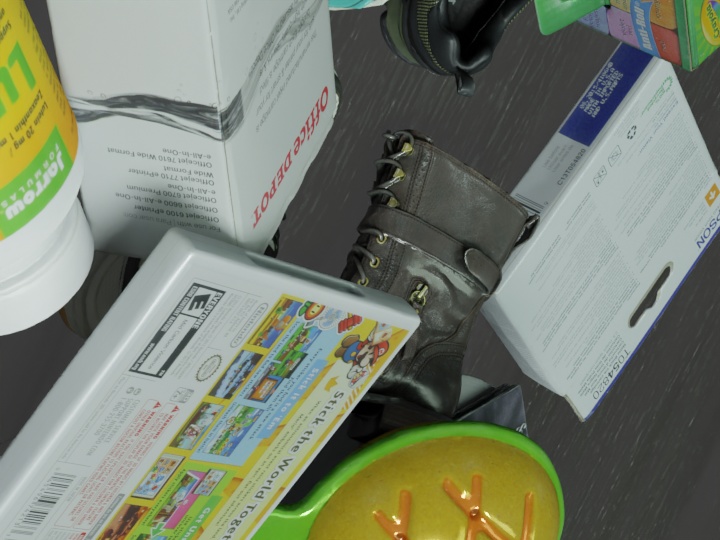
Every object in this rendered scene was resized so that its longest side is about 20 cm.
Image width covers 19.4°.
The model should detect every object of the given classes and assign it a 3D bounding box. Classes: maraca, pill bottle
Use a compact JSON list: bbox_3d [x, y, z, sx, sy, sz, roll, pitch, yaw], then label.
[{"bbox_3d":[0.016,0.150,1.135,0.198,0.107,0.138,-17,116,-7],"label":"maraca"},{"bbox_3d":[-0.181,-0.066,0.887,0.111,0.111,0.201,-44,142,-22],"label":"pill bottle"}]

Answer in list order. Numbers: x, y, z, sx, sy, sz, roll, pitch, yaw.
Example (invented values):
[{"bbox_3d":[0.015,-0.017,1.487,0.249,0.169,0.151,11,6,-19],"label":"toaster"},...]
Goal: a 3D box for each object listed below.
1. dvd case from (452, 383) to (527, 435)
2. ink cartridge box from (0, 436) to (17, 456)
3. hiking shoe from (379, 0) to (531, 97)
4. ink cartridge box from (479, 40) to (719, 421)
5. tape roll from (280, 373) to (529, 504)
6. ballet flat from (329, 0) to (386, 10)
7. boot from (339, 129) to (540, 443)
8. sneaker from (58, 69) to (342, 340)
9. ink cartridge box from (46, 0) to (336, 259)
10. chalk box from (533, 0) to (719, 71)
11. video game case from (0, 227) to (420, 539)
[{"bbox_3d":[0.041,0.171,1.250,0.199,0.016,0.150,-26,114,-42],"label":"dvd case"},{"bbox_3d":[-0.155,0.162,1.100,0.199,0.083,0.148,-24,130,-40],"label":"ink cartridge box"},{"bbox_3d":[0.081,-0.193,1.126,0.075,0.101,0.201,10,107,-29],"label":"hiking shoe"},{"bbox_3d":[0.161,-0.023,1.407,0.200,0.040,0.200,-53,144,-11],"label":"ink cartridge box"},{"bbox_3d":[0.025,0.159,1.292,0.199,0.066,0.202,-7,100,-47],"label":"tape roll"},{"bbox_3d":[0.026,-0.227,1.080,0.071,0.072,0.201,-1,114,-51],"label":"ballet flat"},{"bbox_3d":[0.000,0.000,1.194,0.199,0.069,0.175,25,73,-27],"label":"boot"},{"bbox_3d":[-0.063,-0.027,1.085,0.200,0.087,0.076,-49,141,-19],"label":"sneaker"},{"bbox_3d":[-0.075,-0.123,0.964,0.145,0.083,0.201,-64,156,-48],"label":"ink cartridge box"},{"bbox_3d":[0.175,-0.211,1.224,0.200,0.124,0.125,-42,140,-25],"label":"chalk box"},{"bbox_3d":[-0.084,0.078,0.998,0.200,0.023,0.181,-52,145,15],"label":"video game case"}]
